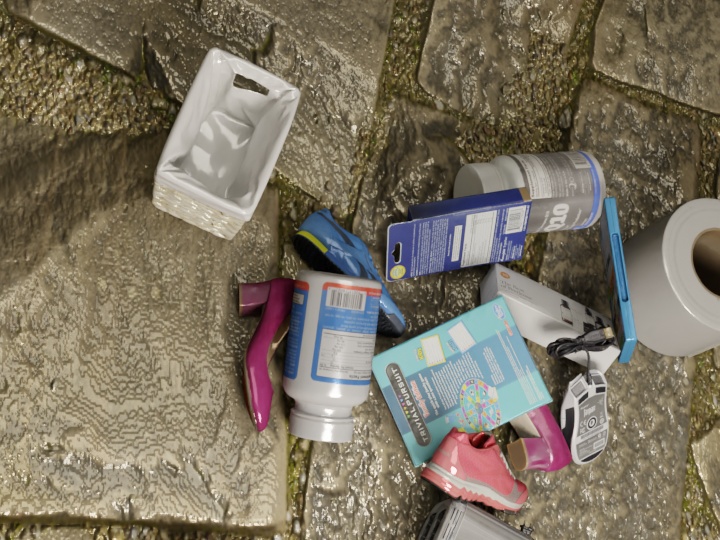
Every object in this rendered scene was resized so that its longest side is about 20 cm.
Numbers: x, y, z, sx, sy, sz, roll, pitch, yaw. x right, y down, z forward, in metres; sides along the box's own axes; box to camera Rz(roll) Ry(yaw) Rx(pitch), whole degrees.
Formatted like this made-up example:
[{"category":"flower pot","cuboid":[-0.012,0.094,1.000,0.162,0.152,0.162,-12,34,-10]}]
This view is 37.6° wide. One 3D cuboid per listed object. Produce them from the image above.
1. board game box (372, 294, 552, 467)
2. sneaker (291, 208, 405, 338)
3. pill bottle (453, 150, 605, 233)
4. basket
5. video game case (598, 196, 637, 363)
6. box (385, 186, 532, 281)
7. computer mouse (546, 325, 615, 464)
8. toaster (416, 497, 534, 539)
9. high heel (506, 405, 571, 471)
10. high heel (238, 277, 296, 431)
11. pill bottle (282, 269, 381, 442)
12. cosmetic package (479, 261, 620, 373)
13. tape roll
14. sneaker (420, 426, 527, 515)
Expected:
[{"category":"board game box","cuboid":[0.128,0.144,1.383,0.198,0.047,0.153,-24,81,-3]},{"category":"sneaker","cuboid":[0.000,0.000,1.413,0.200,0.066,0.078,46,59,-1]},{"category":"pill bottle","cuboid":[0.240,-0.110,1.514,0.197,0.114,0.116,-6,74,-22]},{"category":"basket","cuboid":[-0.179,-0.157,1.367,0.134,0.123,0.202,24,64,-11]},{"category":"video game case","cuboid":[0.360,0.016,1.482,0.018,0.143,0.203,-7,72,7]},{"category":"box","cuboid":[0.128,-0.048,1.430,0.197,0.122,0.033,-10,51,-9]},{"category":"computer mouse","cuboid":[0.299,0.171,1.441,0.109,0.044,0.203,-18,117,-30]},{"category":"toaster","cuboid":[0.132,0.373,1.309,0.128,0.114,0.202,32,66,-5]},{"category":"high heel","cuboid":[0.233,0.175,1.448,0.095,0.067,0.203,3,63,-37]},{"category":"high heel","cuboid":[-0.103,0.102,1.334,0.094,0.068,0.203,-2,69,-10]},{"category":"pill bottle","cuboid":[-0.039,0.106,1.317,0.111,0.112,0.203,8,91,-18]},{"category":"cosmetic package","cuboid":[0.264,0.065,1.479,0.198,0.051,0.083,25,27,-11]},{"category":"tape roll","cuboid":[0.489,0.012,1.552,0.200,0.139,0.206,7,69,-18]},{"category":"sneaker","cuboid":[0.162,0.251,1.337,0.199,0.073,0.088,25,89,-46]}]
